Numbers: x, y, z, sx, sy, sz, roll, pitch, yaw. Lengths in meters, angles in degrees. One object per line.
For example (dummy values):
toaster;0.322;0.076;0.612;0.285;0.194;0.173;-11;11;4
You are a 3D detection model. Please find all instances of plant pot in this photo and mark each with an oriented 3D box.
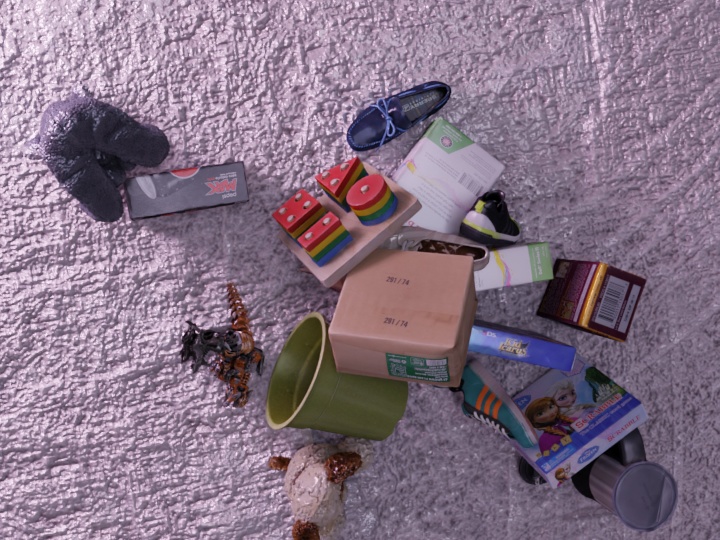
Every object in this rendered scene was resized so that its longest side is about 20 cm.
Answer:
plant pot;-0.029;0.196;1.525;0.189;0.200;0.201;24;88;-22

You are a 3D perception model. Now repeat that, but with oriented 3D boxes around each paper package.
paper package;0.068;0.069;1.410;0.199;0.104;0.191;5;50;16

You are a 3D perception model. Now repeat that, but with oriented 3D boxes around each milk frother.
milk frother;0.402;0.358;1.586;0.199;0.188;0.181;-27;96;-7

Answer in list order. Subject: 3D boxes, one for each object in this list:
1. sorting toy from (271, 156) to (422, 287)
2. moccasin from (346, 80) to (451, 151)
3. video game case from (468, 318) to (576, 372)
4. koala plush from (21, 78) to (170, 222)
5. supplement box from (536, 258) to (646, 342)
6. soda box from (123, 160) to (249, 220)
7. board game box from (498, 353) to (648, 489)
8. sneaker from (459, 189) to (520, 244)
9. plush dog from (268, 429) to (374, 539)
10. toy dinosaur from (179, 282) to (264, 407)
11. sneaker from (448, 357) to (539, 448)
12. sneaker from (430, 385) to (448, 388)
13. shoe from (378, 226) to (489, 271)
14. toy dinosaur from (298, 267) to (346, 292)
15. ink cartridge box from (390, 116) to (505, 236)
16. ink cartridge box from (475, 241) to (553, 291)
sorting toy;-0.034;-0.097;1.485;0.199;0.200;0.070;-41;125;-5
moccasin;0.063;-0.273;1.564;0.199;0.068;0.081;-35;97;-6
video game case;0.236;0.118;1.551;0.199;0.181;0.046;13;91;-9
koala plush;-0.438;-0.209;1.434;0.178;0.200;0.184;-51;137;-3
supplement box;0.388;0.047;1.563;0.085;0.200;0.111;20;89;-10
soda box;-0.285;-0.132;1.516;0.199;0.063;0.071;-10;94;-9
board game box;0.349;0.249;1.567;0.199;0.199;0.041;-35;118;-7
sneaker;0.231;-0.092;1.537;0.071;0.200;0.083;26;106;20
plush dog;-0.071;0.356;1.516;0.160;0.172;0.201;24;89;-9
toy dinosaur;-0.226;0.128;1.538;0.135;0.102;0.201;1;74;-24
sneaker;0.224;0.240;1.568;0.080;0.200;0.071;-40;135;2
sneaker;0.072;0.143;1.514;0.199;0.085;0.077;33;112;-7
shoe;0.112;-0.034;1.486;0.198;0.053;0.070;5;92;3
toy dinosaur;0.000;0.000;1.562;0.199;0.086;0.136;-19;102;-2
ink cartridge box;0.127;-0.135;1.571;0.145;0.087;0.201;36;85;-8
ink cartridge box;0.214;-0.003;1.575;0.199;0.117;0.068;-9;92;-8
